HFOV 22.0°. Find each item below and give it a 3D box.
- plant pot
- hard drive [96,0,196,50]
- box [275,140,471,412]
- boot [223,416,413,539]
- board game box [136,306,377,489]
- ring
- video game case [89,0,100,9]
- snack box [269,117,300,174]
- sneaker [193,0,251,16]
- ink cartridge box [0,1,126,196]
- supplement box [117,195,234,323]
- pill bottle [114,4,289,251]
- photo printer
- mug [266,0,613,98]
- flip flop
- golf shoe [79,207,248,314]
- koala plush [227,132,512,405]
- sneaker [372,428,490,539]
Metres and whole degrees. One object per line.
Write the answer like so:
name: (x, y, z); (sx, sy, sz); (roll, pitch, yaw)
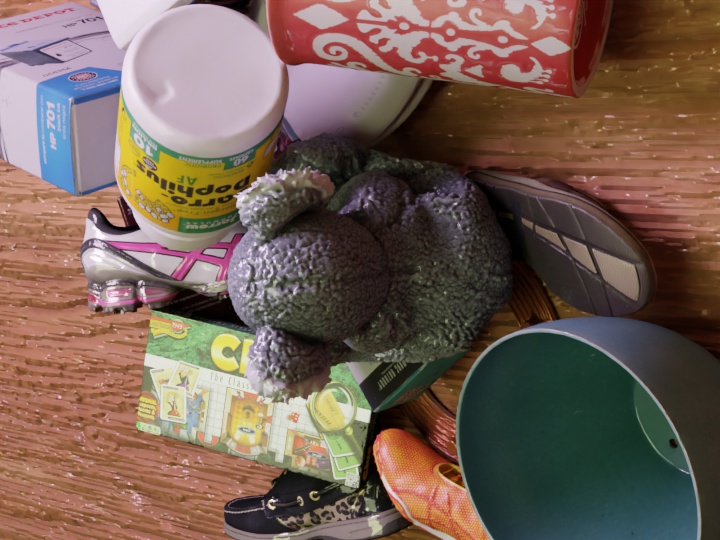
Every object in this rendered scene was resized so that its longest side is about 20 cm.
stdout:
plant pot: (0.181, 0.114, 1.225); (0.200, 0.135, 0.200); (21, 121, 40)
hard drive: (-0.127, -0.261, 1.291); (0.200, 0.025, 0.132); (-32, 76, 38)
box: (0.000, 0.000, 1.410); (0.082, 0.049, 0.200); (-46, 67, 45)
boot: (-0.048, 0.147, 1.538); (0.203, 0.073, 0.154); (-9, 98, 42)
board game box: (-0.082, 0.100, 1.475); (0.200, 0.023, 0.105); (12, 101, 19)
ring: (0.076, 0.060, 1.405); (0.200, 0.019, 0.201); (23, 123, 40)
video game case: (-0.154, -0.290, 1.439); (0.143, 0.019, 0.200); (29, 109, 51)
snack box: (-0.120, -0.157, 1.497); (0.200, 0.053, 0.142); (59, 140, 11)
sneaker: (-0.099, -0.195, 1.335); (0.115, 0.076, 0.200); (19, 120, 41)
ink cartridge box: (-0.226, -0.140, 1.466); (0.200, 0.146, 0.086); (26, 126, 40)
supplement box: (-0.145, 0.024, 1.561); (0.109, 0.061, 0.200); (-168, 59, -84)
pill bottle: (-0.117, -0.091, 1.306); (0.113, 0.113, 0.200); (56, 159, 14)
photo printer: (-0.024, -0.192, 1.364); (0.200, 0.069, 0.166); (57, 138, 13)
mug: (0.050, -0.183, 1.179); (0.200, 0.178, 0.134); (13, 88, 17)
flip flop: (0.139, -0.028, 1.277); (0.200, 0.058, 0.081); (27, 131, 56)
golf shoe: (-0.123, -0.021, 1.470); (0.073, 0.200, 0.092); (-151, 54, -84)
koala plush: (-0.015, -0.002, 1.255); (0.184, 0.200, 0.178); (6, 97, 34)
sneaker: (0.092, 0.184, 1.416); (0.200, 0.073, 0.077); (42, 120, 17)
